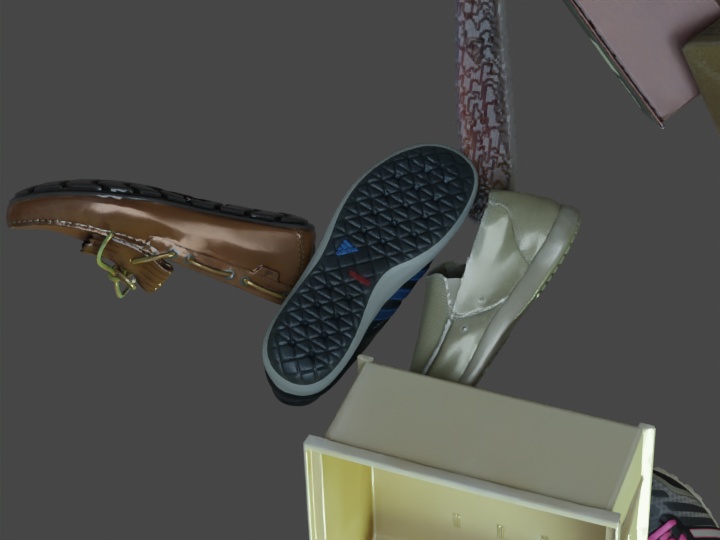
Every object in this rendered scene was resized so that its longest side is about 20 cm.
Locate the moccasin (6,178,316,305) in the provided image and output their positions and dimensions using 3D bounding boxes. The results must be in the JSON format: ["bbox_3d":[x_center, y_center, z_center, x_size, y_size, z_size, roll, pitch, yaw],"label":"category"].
[{"bbox_3d":[-0.131,-0.014,1.681,0.201,0.074,0.078,11,94,-12],"label":"moccasin"}]

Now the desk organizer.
[{"bbox_3d":[0.159,-0.195,1.636,0.077,0.072,0.200,-36,100,5],"label":"desk organizer"}]

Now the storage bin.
[{"bbox_3d":[0.076,0.171,1.643,0.200,0.094,0.199,13,134,16],"label":"storage bin"}]

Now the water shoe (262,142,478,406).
[{"bbox_3d":[0.000,0.000,1.680,0.071,0.079,0.200,38,72,7],"label":"water shoe"}]

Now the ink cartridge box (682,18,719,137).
[{"bbox_3d":[0.320,-0.145,1.545,0.165,0.200,0.075,-34,109,-25],"label":"ink cartridge box"}]

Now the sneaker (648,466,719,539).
[{"bbox_3d":[0.220,0.207,1.714,0.074,0.087,0.200,-39,99,8],"label":"sneaker"}]

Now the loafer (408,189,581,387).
[{"bbox_3d":[0.067,0.028,1.685,0.068,0.076,0.200,35,103,4],"label":"loafer"}]
